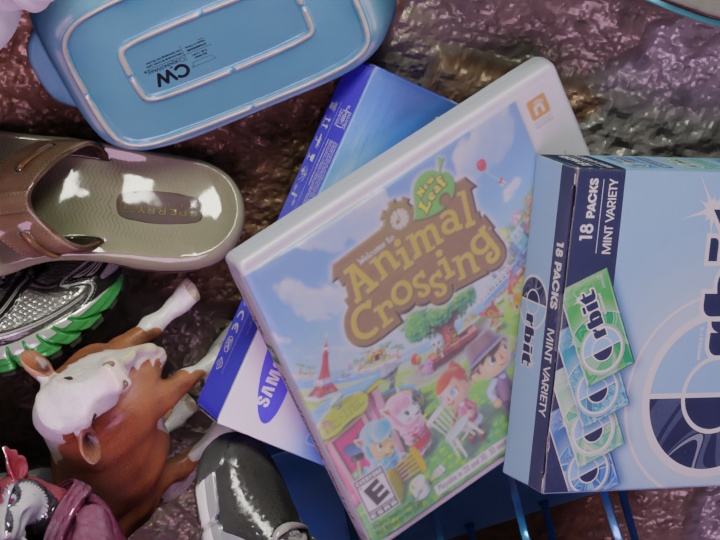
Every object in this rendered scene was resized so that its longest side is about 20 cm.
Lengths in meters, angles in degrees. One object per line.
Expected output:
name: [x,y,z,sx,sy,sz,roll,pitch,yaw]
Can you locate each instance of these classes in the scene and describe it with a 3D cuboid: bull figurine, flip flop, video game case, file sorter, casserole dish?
bull figurine: [-0.125,0.077,1.542,0.121,0.065,0.200,-34,158,-24]
flip flop: [-0.155,-0.034,1.491,0.199,0.082,0.058,3,169,-13]
video game case: [0.049,0.017,1.496,0.200,0.022,0.183,-33,116,-16]
file sorter: [0.054,0.152,1.620,0.199,0.123,0.139,-17,143,8]
casserole dish: [-0.074,-0.125,1.465,0.199,0.039,0.121,-21,126,10]

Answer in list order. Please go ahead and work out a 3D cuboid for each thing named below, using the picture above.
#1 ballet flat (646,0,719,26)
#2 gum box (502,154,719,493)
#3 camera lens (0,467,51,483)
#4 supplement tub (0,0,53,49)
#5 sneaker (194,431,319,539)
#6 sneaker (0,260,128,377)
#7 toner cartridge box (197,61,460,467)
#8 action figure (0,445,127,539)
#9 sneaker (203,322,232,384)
ballet flat: [0.127,-0.170,1.436,0.199,0.067,0.064,13,118,-16]
gum box: [0.177,0.027,1.529,0.199,0.045,0.171,-1,103,-29]
camera lens: [-0.243,0.211,1.627,0.199,0.160,0.160,-21,127,9]
supplement tub: [-0.248,-0.145,1.362,0.199,0.146,0.146,-23,127,12]
sneaker: [-0.005,0.167,1.488,0.115,0.075,0.201,-19,90,32]
sneaker: [-0.218,0.012,1.530,0.199,0.078,0.086,-14,115,-4]
toner cartridge box: [0.000,0.000,1.509,0.095,0.043,0.201,23,93,-21]
action figure: [-0.123,0.166,1.488,0.149,0.134,0.201,-39,107,-28]
sneaker: [0.007,0.045,1.577,0.199,0.085,0.073,-20,129,11]
